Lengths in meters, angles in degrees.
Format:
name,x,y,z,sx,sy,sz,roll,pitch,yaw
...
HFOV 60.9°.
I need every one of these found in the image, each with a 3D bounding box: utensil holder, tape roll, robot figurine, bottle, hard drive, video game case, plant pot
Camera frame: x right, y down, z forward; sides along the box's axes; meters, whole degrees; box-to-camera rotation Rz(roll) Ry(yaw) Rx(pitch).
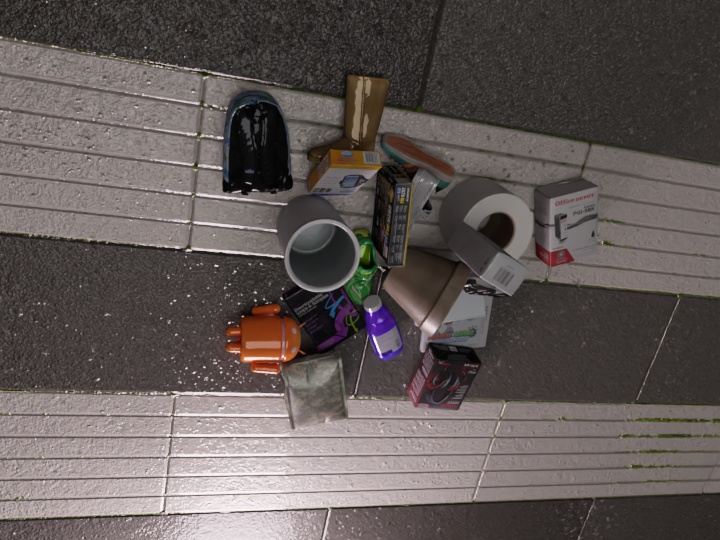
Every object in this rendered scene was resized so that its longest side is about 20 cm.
name,x,y,z,sx,sy,sz,roll,pitch,yaw
utensil holder,-0.104,-0.071,1.407,0.168,0.200,0.172,-6,116,-12
tape roll,0.312,-0.117,1.539,0.200,0.139,0.205,-6,115,-14
robot figurine,-0.235,0.169,1.526,0.197,0.145,0.117,1,135,-15
bottle,0.055,0.148,1.605,0.083,0.065,0.201,-28,132,-7
hard drive,0.236,0.070,1.640,0.197,0.026,0.134,-7,94,-14
video game case,0.268,0.137,1.707,0.197,0.024,0.184,-3,114,-14
plant pot,0.155,0.034,1.521,0.172,0.200,0.201,32,104,4

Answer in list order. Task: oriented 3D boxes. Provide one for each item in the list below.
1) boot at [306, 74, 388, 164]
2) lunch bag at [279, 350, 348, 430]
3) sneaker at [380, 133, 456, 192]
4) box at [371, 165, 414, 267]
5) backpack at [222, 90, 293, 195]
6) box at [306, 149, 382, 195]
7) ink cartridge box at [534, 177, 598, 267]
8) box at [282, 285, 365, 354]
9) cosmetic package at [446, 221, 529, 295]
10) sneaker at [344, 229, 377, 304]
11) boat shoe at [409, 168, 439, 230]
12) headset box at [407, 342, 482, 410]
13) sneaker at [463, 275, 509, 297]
name,x,y,z,sx,sy,sz,roll,pitch,yaw
boot,-0.031,-0.340,1.386,0.173,0.066,0.203,-3,114,-24
lunch bag,-0.124,0.301,1.617,0.162,0.118,0.202,-9,121,-11
sneaker,0.127,-0.250,1.463,0.198,0.072,0.080,29,136,-9
box,0.073,-0.131,1.452,0.049,0.160,0.203,-2,113,-16
backpack,-0.227,-0.282,1.320,0.161,0.155,0.201,-6,137,-11
box,-0.044,-0.216,1.384,0.118,0.200,0.042,-2,79,-23
ink cartridge box,0.549,-0.129,1.632,0.145,0.083,0.202,-15,117,-8
box,-0.091,0.105,1.583,0.142,0.036,0.201,-32,117,0
cosmetic package,0.282,-0.031,1.377,0.101,0.200,0.074,29,104,-26
sneaker,0.000,0.000,1.534,0.073,0.084,0.202,-6,116,-14
boat shoe,0.142,-0.158,1.469,0.068,0.072,0.201,28,137,9
headset box,0.232,0.311,1.734,0.147,0.075,0.202,9,119,-22
sneaker,0.333,0.005,1.617,0.199,0.075,0.117,9,76,-45
